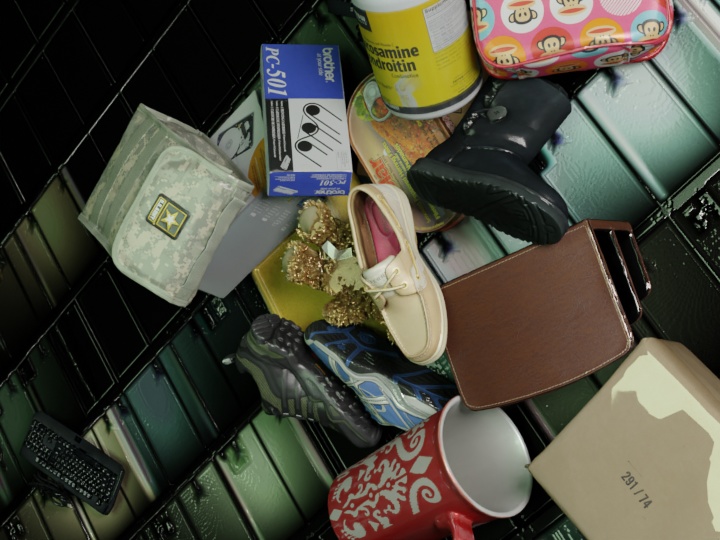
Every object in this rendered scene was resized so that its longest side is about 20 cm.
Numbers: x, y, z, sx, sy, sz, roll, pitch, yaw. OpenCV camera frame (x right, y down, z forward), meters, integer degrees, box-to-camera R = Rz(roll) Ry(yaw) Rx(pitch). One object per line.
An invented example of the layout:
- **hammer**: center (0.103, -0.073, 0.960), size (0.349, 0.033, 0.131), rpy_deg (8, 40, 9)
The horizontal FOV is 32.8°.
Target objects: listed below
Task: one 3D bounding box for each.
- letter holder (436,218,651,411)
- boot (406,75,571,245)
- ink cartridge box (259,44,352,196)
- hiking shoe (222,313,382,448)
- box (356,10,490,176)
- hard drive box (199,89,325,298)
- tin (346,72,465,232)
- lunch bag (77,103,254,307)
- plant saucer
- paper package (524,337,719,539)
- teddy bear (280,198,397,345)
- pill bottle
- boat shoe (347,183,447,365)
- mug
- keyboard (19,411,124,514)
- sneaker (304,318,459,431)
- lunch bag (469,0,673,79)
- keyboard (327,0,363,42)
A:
- **letter holder**: center (0.191, 0.051, 1.242), size (0.200, 0.100, 0.143), rpy_deg (-26, 75, 33)
- **boot**: center (0.164, -0.123, 1.231), size (0.200, 0.077, 0.168), rpy_deg (23, 64, 43)
- **ink cartridge box**: center (-0.064, -0.174, 1.398), size (0.044, 0.094, 0.201), rpy_deg (99, 168, -53)
- **hiking shoe**: center (-0.063, 0.140, 1.420), size (0.200, 0.076, 0.101), rpy_deg (43, 128, -2)
- **box**: center (0.077, -0.195, 1.383), size (0.163, 0.021, 0.201), rpy_deg (14, 97, 37)
- **hard drive box**: center (-0.147, -0.091, 1.485), size (0.200, 0.077, 0.156), rpy_deg (-43, 44, 27)
- **tin**: center (0.057, -0.133, 1.359), size (0.112, 0.042, 0.201), rpy_deg (-39, 67, 26)
- **lunch bag**: center (-0.218, -0.073, 1.406), size (0.200, 0.117, 0.164), rpy_deg (40, 103, 46)
- **plant saucer**: center (-0.045, 0.014, 1.451), size (0.200, 0.048, 0.200), rpy_deg (-41, 66, 28)
- **paper package**: center (0.294, 0.194, 1.157), size (0.200, 0.103, 0.191), rpy_deg (50, 116, 28)
- **teddy bear**: center (0.000, 0.000, 1.353), size (0.199, 0.067, 0.146), rpy_deg (11, 90, 25)
- **pill bottle**: center (0.052, -0.262, 1.242), size (0.112, 0.112, 0.201), rpy_deg (14, 139, 36)
- **boat shoe**: center (0.029, 0.002, 1.258), size (0.074, 0.069, 0.201), rpy_deg (-30, 68, 31)
- **mug**: center (0.057, 0.240, 1.289), size (0.200, 0.178, 0.134), rpy_deg (-34, 99, 40)
- **keyboard**: center (-0.418, 0.281, 1.712), size (0.200, 0.040, 0.105), rpy_deg (23, 100, 36)
- **sneaker**: center (0.015, 0.126, 1.366), size (0.200, 0.076, 0.077), rpy_deg (35, 126, 17)
- **lunch bag**: center (0.205, -0.289, 1.217), size (0.199, 0.082, 0.177), rpy_deg (-6, 85, 10)
- **keyboard**: center (0.030, -0.289, 1.357), size (0.200, 0.040, 0.104), rpy_deg (21, 132, 39)
